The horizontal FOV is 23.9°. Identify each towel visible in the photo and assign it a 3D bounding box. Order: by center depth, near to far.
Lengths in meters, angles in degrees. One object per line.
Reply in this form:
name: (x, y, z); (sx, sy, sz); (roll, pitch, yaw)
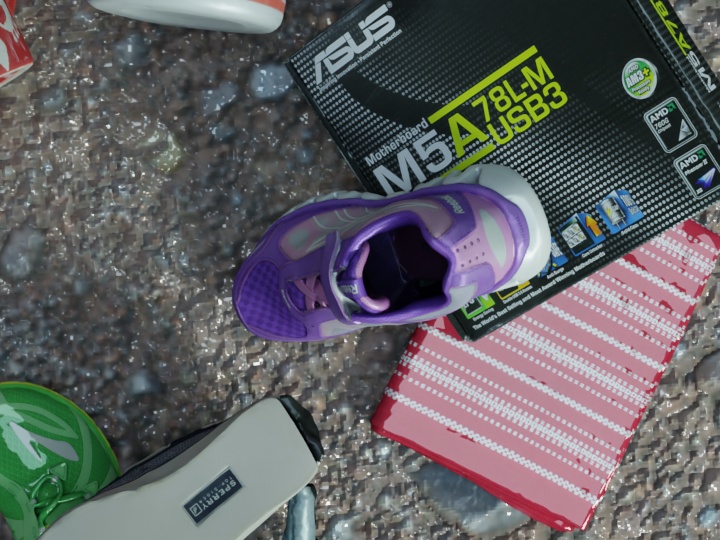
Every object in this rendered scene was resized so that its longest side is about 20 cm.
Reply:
towel: (0.110, 0.038, 1.001); (0.144, 0.022, 0.200); (27, 88, -3)

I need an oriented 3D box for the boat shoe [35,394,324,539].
boat shoe: (-0.113, 0.143, 0.920); (0.200, 0.093, 0.075); (-30, 88, -33)

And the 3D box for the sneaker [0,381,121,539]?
sneaker: (-0.159, 0.151, 0.955); (0.074, 0.084, 0.200); (-27, 94, -2)

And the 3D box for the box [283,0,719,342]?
box: (0.085, -0.087, 0.918); (0.200, 0.048, 0.193); (-31, 93, 33)

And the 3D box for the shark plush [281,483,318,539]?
shark plush: (-0.035, 0.225, 0.967); (0.091, 0.083, 0.201); (20, 91, -5)

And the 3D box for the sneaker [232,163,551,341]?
sneaker: (0.000, 0.000, 0.920); (0.200, 0.088, 0.081); (-16, 103, 36)

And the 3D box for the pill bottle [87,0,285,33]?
pill bottle: (-0.085, -0.237, 0.929); (0.112, 0.112, 0.201); (7, 92, -5)

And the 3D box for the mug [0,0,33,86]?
mug: (-0.243, -0.178, 0.867); (0.177, 0.133, 0.200); (-28, 97, -2)
